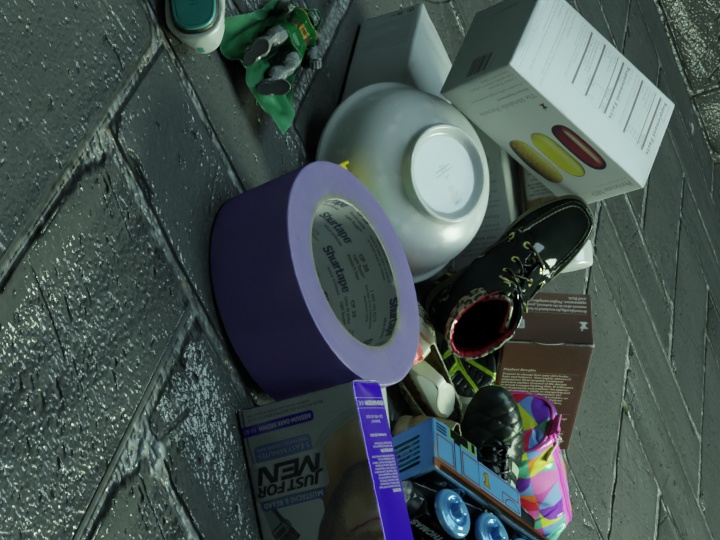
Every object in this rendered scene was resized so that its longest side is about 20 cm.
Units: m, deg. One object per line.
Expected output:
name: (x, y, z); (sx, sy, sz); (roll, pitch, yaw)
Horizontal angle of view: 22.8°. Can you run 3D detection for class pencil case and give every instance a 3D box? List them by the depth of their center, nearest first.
pencil case: (0.182, 0.214, 1.918); (0.201, 0.087, 0.089); (75, 13, -50)

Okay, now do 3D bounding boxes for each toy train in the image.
toy train: (0.097, 0.225, 1.645); (0.200, 0.086, 0.115); (37, 39, -35)

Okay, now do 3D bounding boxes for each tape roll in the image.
tape roll: (-0.037, 0.014, 1.535); (0.200, 0.084, 0.202); (40, 39, -42)

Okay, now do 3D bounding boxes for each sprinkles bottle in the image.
sprinkles bottle: (0.201, -0.100, 1.889); (0.068, 0.068, 0.202); (9, 73, -67)

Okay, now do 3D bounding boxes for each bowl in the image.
bowl: (0.059, -0.090, 1.749); (0.199, 0.090, 0.203); (4, 83, -35)

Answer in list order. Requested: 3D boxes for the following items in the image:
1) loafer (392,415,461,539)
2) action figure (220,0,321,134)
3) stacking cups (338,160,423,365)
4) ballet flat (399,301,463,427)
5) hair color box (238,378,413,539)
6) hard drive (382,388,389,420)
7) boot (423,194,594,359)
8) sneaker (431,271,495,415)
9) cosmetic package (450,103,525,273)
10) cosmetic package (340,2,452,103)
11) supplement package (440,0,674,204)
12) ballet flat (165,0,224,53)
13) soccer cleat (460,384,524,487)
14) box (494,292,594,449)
loafer: (0.082, 0.235, 1.735); (0.076, 0.067, 0.202); (-2, 77, -68)
action figure: (-0.071, -0.216, 1.696); (0.119, 0.054, 0.200); (65, 19, -17)
stacking cups: (0.000, 0.000, 1.682); (0.202, 0.060, 0.060); (67, 22, -5)
ballet flat: (0.057, 0.088, 1.760); (0.075, 0.068, 0.201); (43, -14, 52)
hair color box: (-0.022, 0.199, 1.445); (0.065, 0.108, 0.202); (7, 68, -67)
hard drive: (-0.006, 0.147, 1.633); (0.132, 0.026, 0.202); (39, 41, -57)
boot: (0.157, 0.010, 1.769); (0.074, 0.203, 0.154); (53, 4, -11)
sneaker: (0.107, 0.080, 1.933); (0.201, 0.075, 0.077); (-84, 179, -47)
cosmetic package: (0.132, -0.081, 1.893); (0.102, 0.073, 0.202); (-28, 109, -73)
cosmetic package: (0.042, -0.183, 1.913); (0.113, 0.080, 0.201); (62, 25, -30)
supplement package: (0.199, -0.171, 1.790); (0.200, 0.113, 0.110); (38, 61, -23)
ballet flat: (-0.143, -0.279, 1.556); (0.069, 0.069, 0.202); (35, 48, -58)
soccer cleat: (0.131, 0.216, 1.787); (0.081, 0.067, 0.202); (-105, -162, -72)
box: (0.190, 0.110, 1.943); (0.201, 0.099, 0.076); (95, -2, -53)
